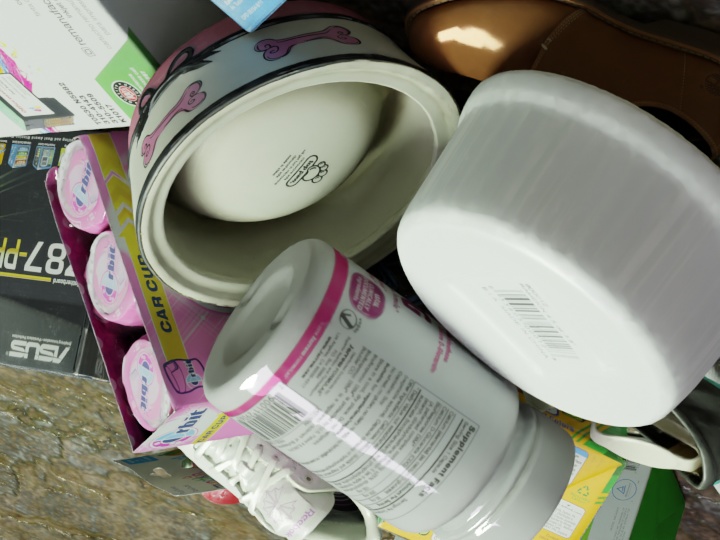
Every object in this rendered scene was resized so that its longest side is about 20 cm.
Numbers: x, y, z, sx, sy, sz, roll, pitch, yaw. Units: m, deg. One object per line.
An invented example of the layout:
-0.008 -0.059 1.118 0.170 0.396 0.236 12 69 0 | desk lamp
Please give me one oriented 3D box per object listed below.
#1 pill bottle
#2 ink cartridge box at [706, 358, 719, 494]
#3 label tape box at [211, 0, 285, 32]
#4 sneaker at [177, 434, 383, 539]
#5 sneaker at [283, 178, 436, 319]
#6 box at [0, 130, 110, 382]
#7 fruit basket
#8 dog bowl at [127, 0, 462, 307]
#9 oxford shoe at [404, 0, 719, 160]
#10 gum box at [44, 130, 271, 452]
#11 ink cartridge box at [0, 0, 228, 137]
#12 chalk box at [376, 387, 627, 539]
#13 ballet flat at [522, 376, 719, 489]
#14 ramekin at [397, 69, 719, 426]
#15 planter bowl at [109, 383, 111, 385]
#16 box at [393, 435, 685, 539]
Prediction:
0.019 0.080 1.253 0.200 0.113 0.113 35 147 -17 | pill bottle
0.243 0.082 1.345 0.057 0.200 0.163 -19 143 -12 | ink cartridge box
-0.088 -0.233 1.121 0.200 0.063 0.144 40 146 -13 | label tape box
-0.059 0.114 1.374 0.200 0.100 0.075 30 114 -22 | sneaker
0.000 0.000 1.364 0.075 0.200 0.078 -22 164 -4 | sneaker
-0.234 -0.016 1.453 0.200 0.161 0.049 7 174 34 | box
-0.061 0.122 1.545 0.200 0.094 0.185 -4 -176 -19 | fruit basket
-0.045 -0.071 1.252 0.200 0.074 0.200 -18 143 -14 | dog bowl
0.112 -0.107 1.188 0.200 0.071 0.071 14 150 18 | oxford shoe
-0.108 0.003 1.334 0.113 0.200 0.066 -6 155 -34 | gum box
-0.197 -0.157 1.296 0.200 0.084 0.145 -2 142 36 | ink cartridge box
0.096 0.095 1.430 0.124 0.200 0.124 24 116 -7 | chalk box
0.143 0.063 1.293 0.200 0.068 0.068 31 150 19 | ballet flat
0.116 -0.005 1.175 0.200 0.098 0.201 33 159 14 | ramekin
-0.097 0.031 1.478 0.200 0.135 0.200 16 150 10 | planter bowl
0.118 0.216 1.562 0.176 0.200 0.097 4 145 27 | box
